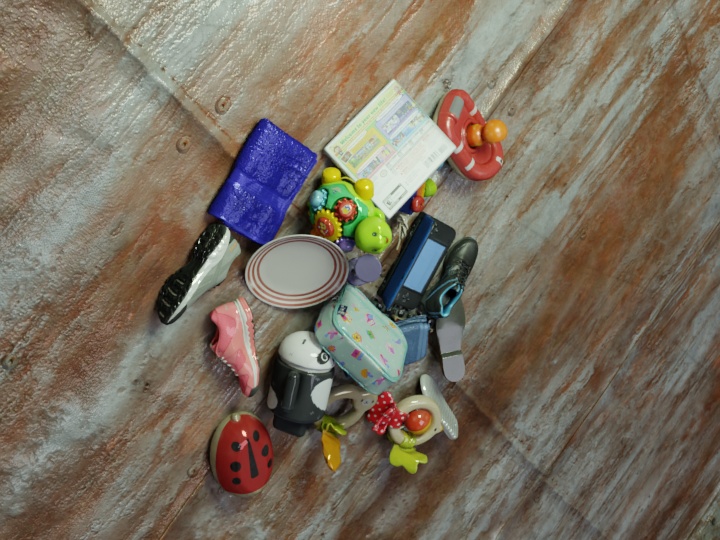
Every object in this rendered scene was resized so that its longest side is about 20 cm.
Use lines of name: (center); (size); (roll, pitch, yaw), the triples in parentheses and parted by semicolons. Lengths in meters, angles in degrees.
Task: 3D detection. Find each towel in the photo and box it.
towel: (-0.169, -0.154, 1.539); (0.146, 0.049, 0.203); (28, 91, -42)
towel: (0.053, 0.162, 1.828); (0.196, 0.049, 0.114); (-12, 127, -23)

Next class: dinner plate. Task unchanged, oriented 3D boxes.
dinner plate: (-0.119, -0.001, 1.608); (0.195, 0.025, 0.203); (-5, 138, -4)

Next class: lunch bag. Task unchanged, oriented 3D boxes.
lunch bag: (0.004, 0.128, 1.687); (0.077, 0.161, 0.200); (-35, 107, 32)

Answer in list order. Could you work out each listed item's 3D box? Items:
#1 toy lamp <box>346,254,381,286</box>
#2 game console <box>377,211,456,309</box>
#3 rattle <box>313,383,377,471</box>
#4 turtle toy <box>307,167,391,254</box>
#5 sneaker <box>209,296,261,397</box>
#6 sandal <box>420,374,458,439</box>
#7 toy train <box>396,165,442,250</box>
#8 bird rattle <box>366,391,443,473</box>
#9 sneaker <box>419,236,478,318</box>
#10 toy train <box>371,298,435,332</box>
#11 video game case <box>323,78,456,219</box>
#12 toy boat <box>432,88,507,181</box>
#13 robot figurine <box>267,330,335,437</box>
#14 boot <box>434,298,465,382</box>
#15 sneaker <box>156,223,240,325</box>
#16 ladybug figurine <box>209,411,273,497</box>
toy lamp: (0.000, 0.000, 1.649); (0.057, 0.200, 0.060); (0, 86, -6)
game console: (0.129, -0.005, 1.778); (0.169, 0.118, 0.203); (22, 100, -40)
rattle: (-0.003, 0.298, 1.779); (0.196, 0.143, 0.132); (-22, 118, -3)
turtle toy: (-0.022, -0.093, 1.585); (0.101, 0.197, 0.148); (-40, 141, -43)
sneaker: (-0.241, 0.149, 1.616); (0.085, 0.074, 0.205); (-12, 113, -17)
sandal: (0.174, 0.330, 2.007); (0.049, 0.083, 0.204); (-18, 123, 21)
toy train: (0.113, -0.153, 1.746); (0.115, 0.084, 0.204); (-25, 129, -46)
bird rattle: (0.102, 0.339, 1.924); (0.160, 0.113, 0.203); (-26, 114, -6)
sneaker: (0.211, 0.020, 1.873); (0.073, 0.082, 0.203); (34, 81, -25)
toy train: (0.091, 0.105, 1.860); (0.198, 0.034, 0.047); (19, 101, -40)
video game case: (0.057, -0.232, 1.632); (0.182, 0.022, 0.200); (45, 78, -4)
toy boat: (0.239, -0.273, 1.730); (0.200, 0.129, 0.133); (46, 57, -40)
robot figurine: (-0.115, 0.222, 1.692); (0.122, 0.150, 0.205); (7, 104, -26)
boot: (0.197, 0.146, 1.947); (0.072, 0.075, 0.205); (-2, 94, -11)
sneaker: (-0.283, 0.017, 1.514); (0.201, 0.074, 0.079); (-52, 136, -7)
ladybug figurine: (-0.231, 0.374, 1.706); (0.134, 0.072, 0.204); (-26, 123, -26)
